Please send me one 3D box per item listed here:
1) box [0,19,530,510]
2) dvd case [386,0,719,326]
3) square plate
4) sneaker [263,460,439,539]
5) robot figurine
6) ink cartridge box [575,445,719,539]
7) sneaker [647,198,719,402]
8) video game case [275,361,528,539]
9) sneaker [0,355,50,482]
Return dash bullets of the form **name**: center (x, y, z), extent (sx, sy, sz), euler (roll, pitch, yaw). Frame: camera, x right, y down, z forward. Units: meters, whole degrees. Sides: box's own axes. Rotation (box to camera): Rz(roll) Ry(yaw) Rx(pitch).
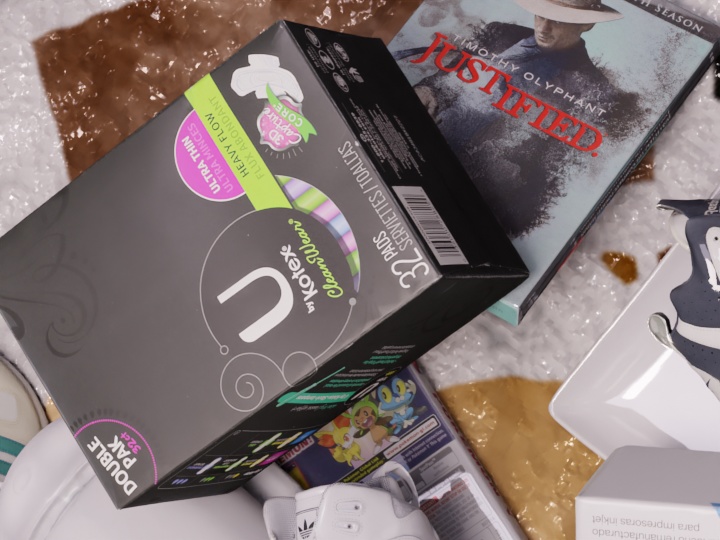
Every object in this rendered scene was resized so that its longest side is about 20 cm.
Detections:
- **box**: center (-0.052, -0.001, 1.352), extent (0.200, 0.124, 0.149), euler (-36, 76, 20)
- **dvd case**: center (0.073, -0.080, 1.439), extent (0.146, 0.022, 0.200), euler (30, 63, 19)
- **square plate**: center (0.228, 0.054, 1.417), extent (0.200, 0.028, 0.198), euler (40, 97, 18)
- **sneaker**: center (-0.033, 0.169, 1.359), extent (0.075, 0.200, 0.115), euler (-19, 91, 57)
- **robot figurine**: center (-0.107, 0.146, 1.451), extent (0.200, 0.113, 0.170), euler (40, 58, 18)
- **ink cartridge box**: center (0.183, 0.195, 1.355), extent (0.144, 0.085, 0.200), euler (3, 106, 20)
- **sneaker**: center (0.214, -0.024, 1.373), extent (0.130, 0.079, 0.199), euler (33, 105, 10)
- **video game case**: center (-0.032, 0.135, 1.499), extent (0.200, 0.023, 0.182), euler (-36, 75, 13)
- **sneaker**: center (-0.205, 0.121, 1.520), extent (0.070, 0.093, 0.200), euler (-24, 77, 14)
